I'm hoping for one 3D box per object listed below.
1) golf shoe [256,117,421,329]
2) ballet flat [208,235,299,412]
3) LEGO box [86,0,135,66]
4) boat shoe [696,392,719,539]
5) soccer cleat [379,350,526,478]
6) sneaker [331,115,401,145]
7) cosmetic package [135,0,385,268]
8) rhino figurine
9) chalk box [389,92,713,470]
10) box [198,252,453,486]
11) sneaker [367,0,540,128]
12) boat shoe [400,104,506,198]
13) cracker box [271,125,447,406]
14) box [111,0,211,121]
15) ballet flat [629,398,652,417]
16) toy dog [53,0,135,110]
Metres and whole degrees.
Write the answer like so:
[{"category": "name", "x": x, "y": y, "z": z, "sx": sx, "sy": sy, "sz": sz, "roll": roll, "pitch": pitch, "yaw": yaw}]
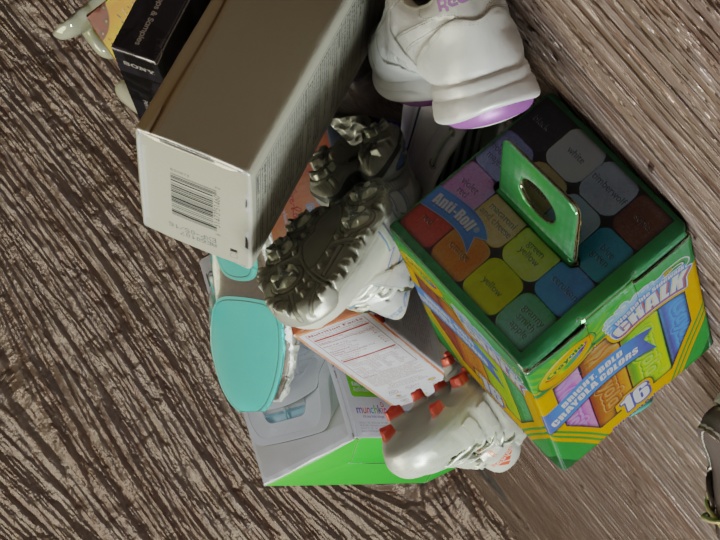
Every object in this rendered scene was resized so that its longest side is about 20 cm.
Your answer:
[{"category": "golf shoe", "x": 0.005, "y": -0.006, "z": 1.326, "sx": 0.098, "sy": 0.078, "sz": 0.200, "roll": 62, "pitch": -154, "yaw": -20}, {"category": "ballet flat", "x": -0.066, "y": 0.001, "z": 1.557, "sx": 0.072, "sy": 0.071, "sz": 0.202, "roll": 44, "pitch": 144, "yaw": 53}, {"category": "LEGO box", "x": -0.084, "y": -0.142, "z": 1.689, "sx": 0.201, "sy": 0.077, "sz": 0.149, "roll": 57, "pitch": -143, "yaw": -2}, {"category": "boat shoe", "x": 0.249, "y": 0.154, "z": 1.447, "sx": 0.072, "sy": 0.059, "sz": 0.200, "roll": 46, "pitch": 172, "yaw": 46}, {"category": "soccer cleat", "x": 0.069, "y": 0.097, "z": 1.433, "sx": 0.078, "sy": 0.069, "sz": 0.200, "roll": 62, "pitch": -158, "yaw": -4}, {"category": "sneaker", "x": -0.017, "y": -0.146, "z": 1.635, "sx": 0.100, "sy": 0.069, "sz": 0.202, "roll": -47, "pitch": -59, "yaw": -61}, {"category": "cosmetic package", "x": -0.051, "y": -0.115, "z": 1.307, "sx": 0.073, "sy": 0.201, "sz": 0.104, "roll": 21, "pitch": 150, "yaw": 10}, {"category": "rhino figurine", "x": 0.009, "y": -0.135, "z": 1.495, "sx": 0.199, "sy": 0.060, "sz": 0.088, "roll": 13, "pitch": 131, "yaw": 55}, {"category": "chalk box", "x": 0.106, "y": 0.000, "z": 1.293, "sx": 0.125, "sy": 0.124, "sz": 0.200, "roll": 47, "pitch": 173, "yaw": 28}, {"category": "box", "x": 0.000, "y": 0.057, "z": 1.677, "sx": 0.199, "sy": 0.096, "sz": 0.178, "roll": 5, "pitch": -118, "yaw": -53}, {"category": "sneaker", "x": 0.047, "y": -0.139, "z": 1.274, "sx": 0.200, "sy": 0.074, "sz": 0.100, "roll": -145, "pitch": 37, "yaw": -72}, {"category": "boat shoe", "x": 0.053, "y": -0.048, "z": 1.425, "sx": 0.201, "sy": 0.073, "sz": 0.067, "roll": 88, "pitch": 159, "yaw": -51}, {"category": "cracker box", "x": 0.000, "y": 0.000, "z": 1.524, "sx": 0.200, "sy": 0.057, "sz": 0.135, "roll": 42, "pitch": -148, "yaw": -64}, {"category": "box", "x": -0.086, "y": -0.133, "z": 1.379, "sx": 0.036, "sy": 0.144, "sz": 0.200, "roll": 19, "pitch": 157, "yaw": 15}, {"category": "ballet flat", "x": 0.133, "y": 0.067, "z": 1.457, "sx": 0.063, "sy": 0.068, "sz": 0.200, "roll": 64, "pitch": 171, "yaw": 0}, {"category": "toy dog", "x": -0.164, "y": -0.190, "z": 2.138, "sx": 0.201, "sy": 0.139, "sz": 0.194, "roll": 52, "pitch": -173, "yaw": -7}]
